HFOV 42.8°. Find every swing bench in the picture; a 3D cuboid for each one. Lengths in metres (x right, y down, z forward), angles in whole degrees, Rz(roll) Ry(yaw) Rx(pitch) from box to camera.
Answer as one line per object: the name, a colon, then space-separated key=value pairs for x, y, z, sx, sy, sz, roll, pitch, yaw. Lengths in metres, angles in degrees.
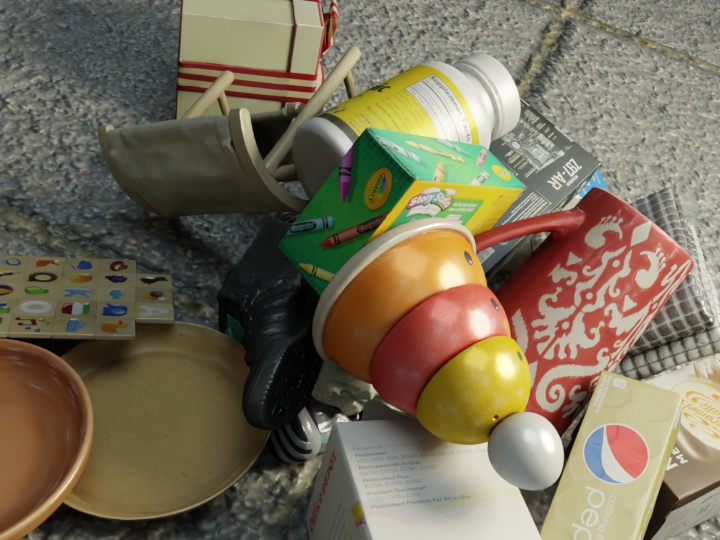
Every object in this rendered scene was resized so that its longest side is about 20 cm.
swing bench: x=-0.115 y=-0.124 z=0.925 sx=0.199 sy=0.130 sz=0.200 roll=2 pitch=29 yaw=38

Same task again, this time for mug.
mug: x=0.167 y=0.030 z=0.778 sx=0.177 sy=0.200 sz=0.133 roll=34 pitch=9 yaw=-45

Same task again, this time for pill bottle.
pill bottle: x=0.047 y=-0.122 z=0.835 sx=0.200 sy=0.111 sz=0.111 roll=-30 pitch=57 yaw=-25

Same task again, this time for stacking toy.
stacking toy: x=0.072 y=0.073 z=0.650 sx=0.146 sy=0.146 sz=0.200 roll=-17 pitch=53 yaw=-33

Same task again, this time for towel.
towel: x=0.256 y=0.016 z=0.909 sx=0.086 sy=0.165 sz=0.200 roll=47 pitch=30 yaw=-31

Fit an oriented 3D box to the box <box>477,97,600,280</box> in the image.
box: x=0.117 y=-0.092 z=0.919 sx=0.160 sy=0.044 sz=0.200 roll=42 pitch=64 yaw=13

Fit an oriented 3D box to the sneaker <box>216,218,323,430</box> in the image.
sneaker: x=-0.075 y=0.039 z=0.750 sx=0.104 sy=0.060 sz=0.200 roll=4 pitch=50 yaw=27

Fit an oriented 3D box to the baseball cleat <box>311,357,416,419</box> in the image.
baseball cleat: x=0.044 y=0.089 z=0.799 sx=0.200 sy=0.070 sz=0.107 roll=23 pitch=46 yaw=-30

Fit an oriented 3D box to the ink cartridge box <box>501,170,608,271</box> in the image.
ink cartridge box: x=0.159 y=-0.063 z=1.015 sx=0.200 sy=0.116 sz=0.067 roll=7 pitch=41 yaw=-11

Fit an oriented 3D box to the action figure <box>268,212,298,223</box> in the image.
action figure: x=0.000 y=0.000 z=0.892 sx=0.200 sy=0.119 sz=0.102 roll=31 pitch=80 yaw=28

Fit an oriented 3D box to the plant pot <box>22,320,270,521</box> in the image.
plant pot: x=-0.170 y=0.121 z=0.744 sx=0.200 sy=0.028 sz=0.200 roll=2 pitch=42 yaw=-2

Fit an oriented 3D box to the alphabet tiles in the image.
alphabet tiles: x=-0.269 y=0.022 z=0.819 sx=0.200 sy=0.006 sz=0.166 roll=2 pitch=22 yaw=-15

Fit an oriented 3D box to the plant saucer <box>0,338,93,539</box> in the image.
plant saucer: x=-0.297 y=0.134 z=0.676 sx=0.200 sy=0.037 sz=0.200 roll=1 pitch=44 yaw=-1

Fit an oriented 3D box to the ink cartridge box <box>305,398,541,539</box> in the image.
ink cartridge box: x=0.044 y=0.201 z=0.663 sx=0.125 sy=0.129 sz=0.200 roll=0 pitch=42 yaw=-19

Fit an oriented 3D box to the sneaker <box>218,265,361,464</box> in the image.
sneaker: x=-0.063 y=0.081 z=0.824 sx=0.087 sy=0.074 sz=0.200 roll=0 pitch=51 yaw=-36

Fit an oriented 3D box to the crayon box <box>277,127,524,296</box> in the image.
crayon box: x=0.040 y=-0.045 z=0.738 sx=0.058 sy=0.119 sz=0.200 roll=49 pitch=25 yaw=21

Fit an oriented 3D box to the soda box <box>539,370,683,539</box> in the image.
soda box: x=0.188 y=0.184 z=0.712 sx=0.068 sy=0.064 sz=0.200 roll=16 pitch=63 yaw=25

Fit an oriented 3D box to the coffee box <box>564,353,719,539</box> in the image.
coffee box: x=0.303 y=0.158 z=0.837 sx=0.200 sy=0.080 sz=0.114 roll=-14 pitch=48 yaw=-31

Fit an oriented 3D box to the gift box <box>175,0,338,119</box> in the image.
gift box: x=-0.128 y=-0.286 z=1.125 sx=0.186 sy=0.185 sz=0.200 roll=4 pitch=47 yaw=-11
